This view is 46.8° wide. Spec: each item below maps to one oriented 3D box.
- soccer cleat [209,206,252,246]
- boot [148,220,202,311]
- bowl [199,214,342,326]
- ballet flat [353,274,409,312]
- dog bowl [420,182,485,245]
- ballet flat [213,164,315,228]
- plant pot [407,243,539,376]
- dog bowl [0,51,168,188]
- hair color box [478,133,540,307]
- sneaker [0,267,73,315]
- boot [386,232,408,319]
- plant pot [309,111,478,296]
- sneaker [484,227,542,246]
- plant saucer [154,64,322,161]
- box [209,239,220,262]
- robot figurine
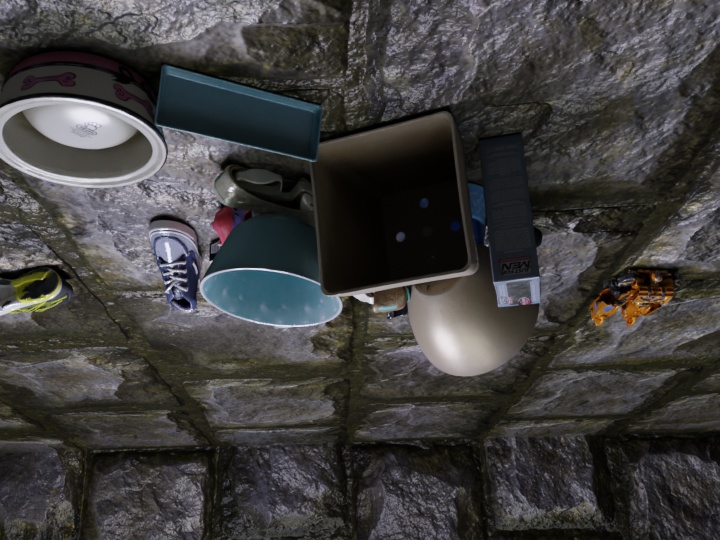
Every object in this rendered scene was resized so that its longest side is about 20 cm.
[{"bbox_3d":[-0.157,-0.012,1.266,0.076,0.067,0.202,-17,113,17],"label":"soccer cleat"},{"bbox_3d":[-0.296,-0.004,1.352,0.072,0.092,0.200,-3,158,3],"label":"boot"},{"bbox_3d":[-0.118,-0.006,1.168,0.198,0.106,0.201,6,154,3],"label":"bowl"},{"bbox_3d":[0.000,0.000,1.265,0.072,0.200,0.068,-22,135,-16],"label":"ballet flat"},{"bbox_3d":[0.144,-0.069,1.285,0.110,0.050,0.200,-4,158,5],"label":"dog bowl"},{"bbox_3d":[-0.105,-0.104,1.161,0.198,0.068,0.062,8,144,-25],"label":"ballet flat"},{"bbox_3d":[0.147,0.035,1.230,0.198,0.202,0.135,-14,139,28],"label":"plant pot"},{"bbox_3d":[-0.320,-0.172,0.953,0.197,0.075,0.201,-1,158,-1],"label":"dog bowl"},{"bbox_3d":[0.197,-0.064,1.094,0.060,0.203,0.099,-6,158,11],"label":"hair color box"},{"bbox_3d":[-0.606,0.052,1.486,0.197,0.075,0.085,-9,158,16],"label":"sneaker"},{"bbox_3d":[0.057,-0.005,1.317,0.069,0.133,0.200,-11,159,2],"label":"boot"},{"bbox_3d":[0.064,-0.067,1.109,0.197,0.203,0.177,-11,167,21],"label":"plant pot"},{"bbox_3d":[0.244,-0.022,1.388,0.098,0.070,0.200,-5,162,-14],"label":"sneaker"},{"bbox_3d":[-0.139,-0.179,0.965,0.198,0.071,0.019,10,172,-28],"label":"plant saucer"},{"bbox_3d":[-0.141,-0.043,1.343,0.199,0.035,0.109,-21,152,39],"label":"box"},{"bbox_3d":[0.533,0.053,1.611,0.143,0.059,0.200,1,159,-10],"label":"robot figurine"}]
